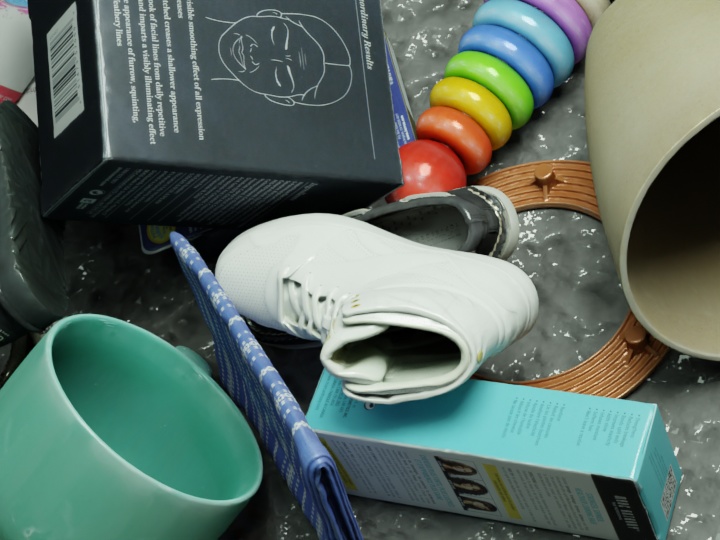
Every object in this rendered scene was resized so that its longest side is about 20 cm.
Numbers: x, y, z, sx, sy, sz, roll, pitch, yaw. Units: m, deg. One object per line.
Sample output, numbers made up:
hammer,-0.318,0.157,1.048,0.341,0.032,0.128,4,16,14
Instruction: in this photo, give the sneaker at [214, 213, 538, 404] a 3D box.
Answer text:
sneaker,-0.012,0.020,0.997,0.199,0.074,0.116,6,19,24

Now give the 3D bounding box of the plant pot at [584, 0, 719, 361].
plant pot,0.205,-0.082,1.028,0.187,0.188,0.200,-26,39,3

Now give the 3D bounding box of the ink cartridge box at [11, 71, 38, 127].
ink cartridge box,-0.174,-0.147,1.204,0.144,0.084,0.201,-9,71,27

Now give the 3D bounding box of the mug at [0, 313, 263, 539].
mug,-0.141,0.119,1.041,0.114,0.185,0.152,-49,60,19

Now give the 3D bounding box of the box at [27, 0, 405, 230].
box,-0.090,-0.111,1.081,0.107,0.199,0.149,-31,61,55

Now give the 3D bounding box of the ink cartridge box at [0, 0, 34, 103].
ink cartridge box,-0.252,-0.208,1.165,0.200,0.086,0.148,-51,56,9

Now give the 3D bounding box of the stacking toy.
stacking toy,0.079,-0.112,1.146,0.085,0.085,0.200,24,69,33

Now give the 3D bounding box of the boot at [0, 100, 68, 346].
boot,-0.264,-0.002,1.081,0.168,0.076,0.200,-28,41,13

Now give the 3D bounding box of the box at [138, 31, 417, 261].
box,-0.061,-0.082,1.215,0.199,0.032,0.121,-20,51,8

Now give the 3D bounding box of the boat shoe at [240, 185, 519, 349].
boat shoe,0.000,0.000,1.083,0.199,0.060,0.074,-17,84,28

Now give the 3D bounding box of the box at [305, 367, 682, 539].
box,0.074,0.102,0.997,0.199,0.082,0.049,6,59,26

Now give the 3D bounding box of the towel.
towel,-0.053,0.085,1.022,0.024,0.145,0.200,-28,49,-10

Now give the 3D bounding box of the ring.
ring,0.104,0.010,1.091,0.200,0.019,0.201,-11,53,14

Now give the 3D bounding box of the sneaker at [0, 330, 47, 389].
sneaker,-0.221,0.119,1.102,0.077,0.089,0.201,-4,56,20
